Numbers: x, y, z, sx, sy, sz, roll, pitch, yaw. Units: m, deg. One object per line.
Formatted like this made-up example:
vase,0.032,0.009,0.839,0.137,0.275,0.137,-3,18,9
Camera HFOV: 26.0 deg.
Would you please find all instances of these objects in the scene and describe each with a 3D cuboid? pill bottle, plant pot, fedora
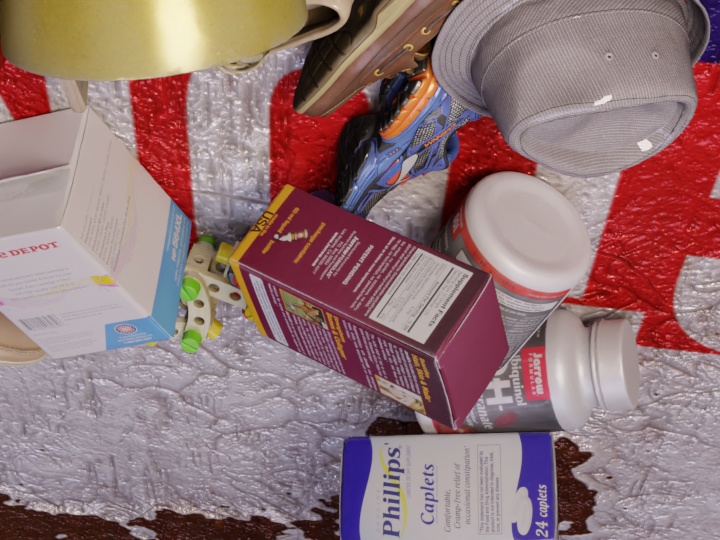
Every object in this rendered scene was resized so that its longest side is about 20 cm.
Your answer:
pill bottle,0.098,0.020,1.311,0.115,0.117,0.200,18,137,-17
pill bottle,0.153,0.095,1.439,0.198,0.112,0.111,-7,144,21
plant pot,-0.136,-0.220,0.974,0.197,0.201,0.144,1,117,9
fedora,0.154,-0.126,1.081,0.198,0.091,0.177,1,150,-22

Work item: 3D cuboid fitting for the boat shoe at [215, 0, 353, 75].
boat shoe,-0.091,-0.177,1.115,0.198,0.066,0.072,-13,142,27

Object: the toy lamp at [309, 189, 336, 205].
toy lamp,0.000,0.000,1.374,0.058,0.059,0.200,-8,144,22

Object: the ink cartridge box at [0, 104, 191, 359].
ink cartridge box,-0.249,-0.036,1.303,0.127,0.126,0.200,-9,143,22

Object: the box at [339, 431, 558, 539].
box,0.088,0.225,1.485,0.197,0.106,0.184,-2,159,7

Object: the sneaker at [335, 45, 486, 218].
sneaker,0.035,-0.094,1.214,0.078,0.076,0.200,15,148,-18

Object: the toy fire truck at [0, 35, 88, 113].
toy fire truck,-0.262,-0.164,1.068,0.198,0.178,0.129,22,143,-23

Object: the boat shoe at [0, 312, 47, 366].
boat shoe,-0.377,0.032,1.477,0.198,0.074,0.069,23,149,-22

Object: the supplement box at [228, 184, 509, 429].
supplement box,0.008,0.028,1.223,0.199,0.086,0.111,24,154,27

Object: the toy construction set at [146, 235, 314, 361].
toy construction set,-0.092,0.034,1.409,0.198,0.093,0.132,12,131,-17

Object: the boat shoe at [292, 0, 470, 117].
boat shoe,0.018,-0.164,1.109,0.067,0.073,0.200,25,140,-22
